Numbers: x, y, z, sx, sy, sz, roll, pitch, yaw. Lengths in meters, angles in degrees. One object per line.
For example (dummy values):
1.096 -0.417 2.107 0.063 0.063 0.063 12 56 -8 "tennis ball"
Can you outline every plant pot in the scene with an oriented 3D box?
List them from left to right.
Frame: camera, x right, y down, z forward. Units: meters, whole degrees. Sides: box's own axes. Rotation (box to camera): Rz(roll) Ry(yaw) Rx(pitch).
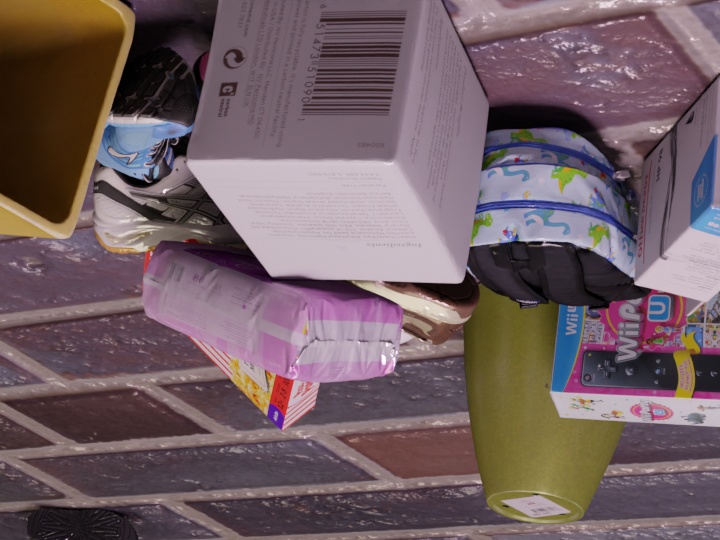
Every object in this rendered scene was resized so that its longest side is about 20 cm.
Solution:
-0.326 -0.142 1.584 0.199 0.195 0.195 -4 154 43 "plant pot"
0.179 0.132 1.986 0.186 0.201 0.187 7 156 3 "plant pot"

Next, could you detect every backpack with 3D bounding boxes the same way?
0.149 -0.039 1.708 0.162 0.155 0.200 4 -177 21 "backpack"

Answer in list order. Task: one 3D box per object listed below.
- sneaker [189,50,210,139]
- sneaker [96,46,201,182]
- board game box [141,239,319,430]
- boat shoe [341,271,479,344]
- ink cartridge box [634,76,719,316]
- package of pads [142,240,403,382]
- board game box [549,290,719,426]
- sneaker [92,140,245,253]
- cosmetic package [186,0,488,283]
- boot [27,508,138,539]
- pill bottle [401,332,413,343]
-0.106 -0.115 1.694 0.087 0.074 0.200 -6 157 17 "sneaker"
-0.168 -0.118 1.658 0.090 0.078 0.200 49 160 -20 "sneaker"
-0.115 0.033 1.899 0.200 0.046 0.152 44 152 18 "board game box"
-0.002 0.004 1.779 0.202 0.075 0.075 30 133 1 "boat shoe"
0.270 -0.053 1.647 0.066 0.116 0.200 12 155 -10 "ink cartridge box"
-0.074 0.033 1.710 0.200 0.076 0.120 20 -171 43 "package of pads"
0.276 0.058 1.852 0.199 0.148 0.064 1 156 16 "board game box"
-0.134 -0.071 1.803 0.199 0.088 0.076 -8 -158 -9 "sneaker"
-0.011 -0.105 1.571 0.164 0.166 0.200 1 154 19 "cosmetic package"
-0.365 0.398 2.930 0.164 0.066 0.200 11 154 17 "boot"
-0.003 0.025 1.919 0.113 0.113 0.200 22 153 -27 "pill bottle"
